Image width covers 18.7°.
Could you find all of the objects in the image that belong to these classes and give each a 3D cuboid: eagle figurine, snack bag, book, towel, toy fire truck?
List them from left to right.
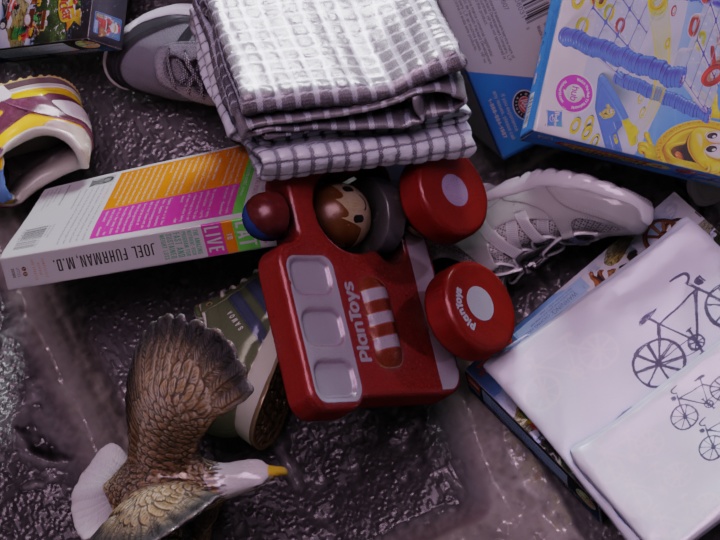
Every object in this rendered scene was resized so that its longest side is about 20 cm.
[{"bbox_3d":[-0.146,-0.039,1.567,0.200,0.048,0.134,-9,21,11],"label":"book"},{"bbox_3d":[-0.123,0.134,1.442,0.151,0.200,0.152,-36,64,-9],"label":"eagle figurine"},{"bbox_3d":[-0.023,-0.152,1.495,0.165,0.086,0.200,-7,39,-14],"label":"towel"},{"bbox_3d":[0.000,0.000,1.476,0.112,0.168,0.200,-26,71,43],"label":"toy fire truck"},{"bbox_3d":[0.209,0.072,1.445,0.188,0.021,0.200,-36,58,-5],"label":"snack bag"}]

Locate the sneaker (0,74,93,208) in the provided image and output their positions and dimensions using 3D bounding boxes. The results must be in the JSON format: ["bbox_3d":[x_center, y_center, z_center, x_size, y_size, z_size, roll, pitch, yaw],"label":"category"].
[{"bbox_3d":[-0.298,-0.082,1.635,0.200,0.075,0.090,-21,42,-1],"label":"sneaker"}]

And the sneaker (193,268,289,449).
[{"bbox_3d":[-0.077,0.028,1.561,0.090,0.067,0.200,11,62,21],"label":"sneaker"}]

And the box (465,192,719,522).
[{"bbox_3d":[0.192,0.058,1.513,0.200,0.038,0.137,-40,65,-11],"label":"box"}]

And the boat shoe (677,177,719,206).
[{"bbox_3d":[0.287,-0.134,1.583,0.060,0.074,0.200,34,80,33],"label":"boat shoe"}]

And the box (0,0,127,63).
[{"bbox_3d":[-0.232,-0.265,1.682,0.136,0.038,0.200,-2,79,40],"label":"box"}]

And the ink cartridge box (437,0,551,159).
[{"bbox_3d":[0.154,-0.194,1.586,0.200,0.146,0.084,-26,22,-6],"label":"ink cartridge box"}]

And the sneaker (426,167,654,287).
[{"bbox_3d":[0.116,-0.022,1.547,0.200,0.075,0.082,-5,75,35],"label":"sneaker"}]

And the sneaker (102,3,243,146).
[{"bbox_3d":[-0.107,-0.145,1.617,0.200,0.076,0.114,2,27,13],"label":"sneaker"}]

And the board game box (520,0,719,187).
[{"bbox_3d":[0.228,-0.165,1.502,0.195,0.056,0.200,13,87,-4],"label":"board game box"}]
